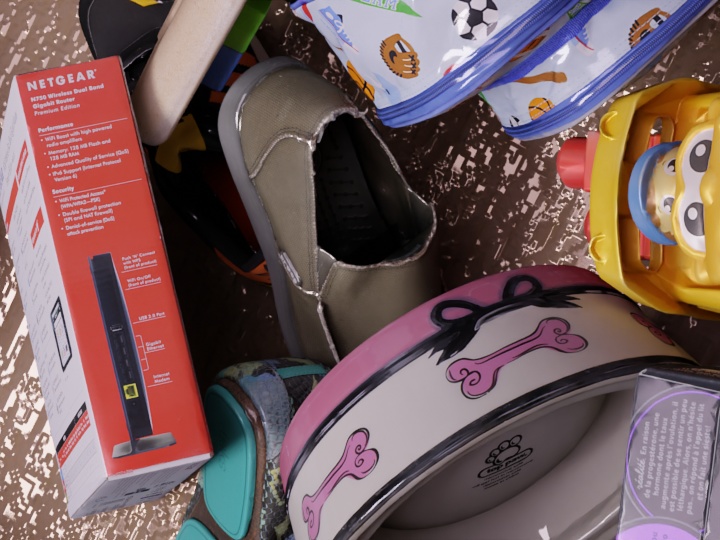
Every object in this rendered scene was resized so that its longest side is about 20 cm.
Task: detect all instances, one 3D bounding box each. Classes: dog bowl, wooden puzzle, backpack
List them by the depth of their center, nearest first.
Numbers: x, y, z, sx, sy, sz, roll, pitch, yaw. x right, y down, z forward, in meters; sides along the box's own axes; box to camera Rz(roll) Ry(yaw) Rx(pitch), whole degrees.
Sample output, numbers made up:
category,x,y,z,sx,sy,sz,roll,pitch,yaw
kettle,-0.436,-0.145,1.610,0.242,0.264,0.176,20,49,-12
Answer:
category,x,y,z,sx,sy,sz,roll,pitch,yaw
backpack,0.067,-0.140,1.057,0.190,0.200,0.154,-34,92,-8
dog bowl,0.053,0.076,1.073,0.200,0.200,0.074,-39,61,17
wooden puzzle,-0.036,-0.172,1.104,0.046,0.200,0.185,23,136,-11

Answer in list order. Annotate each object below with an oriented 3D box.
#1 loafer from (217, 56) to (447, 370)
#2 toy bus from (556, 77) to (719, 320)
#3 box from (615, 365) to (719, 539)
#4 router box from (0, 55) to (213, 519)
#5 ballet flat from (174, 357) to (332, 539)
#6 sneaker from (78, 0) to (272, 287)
category,x,y,z,sx,sy,sz,roll,pitch,yaw
loafer,0.000,0.000,1.111,0.075,0.200,0.070,-38,29,-21
toy bus,0.160,-0.030,1.028,0.191,0.200,0.136,7,91,31
box,0.182,0.104,1.005,0.106,0.200,0.123,8,92,23
router box,-0.123,0.015,1.146,0.049,0.200,0.180,-12,83,-13
ballet flat,-0.045,0.116,1.163,0.074,0.074,0.200,39,140,20
sneaker,-0.077,-0.074,1.183,0.070,0.090,0.200,-42,74,17
